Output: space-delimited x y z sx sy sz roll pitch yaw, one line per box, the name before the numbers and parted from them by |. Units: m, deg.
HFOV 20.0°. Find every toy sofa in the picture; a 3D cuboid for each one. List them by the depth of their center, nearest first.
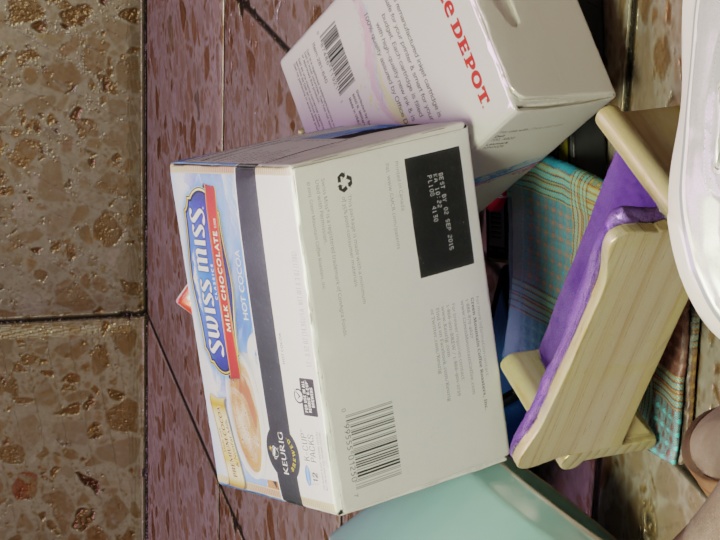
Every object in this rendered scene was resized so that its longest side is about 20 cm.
toy sofa | 0.131 0.011 1.099 0.083 0.097 0.201 60 147 38

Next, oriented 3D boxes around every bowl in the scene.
bowl | 0.090 0.181 1.234 0.105 0.200 0.201 -53 20 3

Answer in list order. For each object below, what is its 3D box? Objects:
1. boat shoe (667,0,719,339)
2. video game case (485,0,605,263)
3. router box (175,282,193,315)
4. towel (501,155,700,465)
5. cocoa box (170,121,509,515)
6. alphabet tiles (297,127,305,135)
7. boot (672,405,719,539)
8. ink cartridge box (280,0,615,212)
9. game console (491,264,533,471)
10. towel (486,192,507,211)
boat shoe | 0.194 -0.064 0.972 0.068 0.071 0.202 168 108 -76
video game case | 0.119 -0.102 1.339 0.181 0.025 0.202 -167 75 -76
router box | -0.024 0.055 1.426 0.049 0.179 0.200 -53 -7 5
towel | 0.140 0.017 1.215 0.200 0.022 0.148 -148 55 -60
cocoa box | -0.012 0.023 1.185 0.131 0.133 0.202 5 106 53
alphabet tiles | 0.006 -0.073 1.562 0.006 0.166 0.201 30 129 32
boot | 0.205 0.072 0.902 0.146 0.070 0.200 -47 -1 34
ink cartridge box | 0.049 -0.118 1.247 0.200 0.084 0.146 -41 64 51
game console | 0.062 0.124 1.442 0.118 0.170 0.201 44 143 31
towel | 0.097 -0.146 1.325 0.200 0.022 0.146 113 151 -59
